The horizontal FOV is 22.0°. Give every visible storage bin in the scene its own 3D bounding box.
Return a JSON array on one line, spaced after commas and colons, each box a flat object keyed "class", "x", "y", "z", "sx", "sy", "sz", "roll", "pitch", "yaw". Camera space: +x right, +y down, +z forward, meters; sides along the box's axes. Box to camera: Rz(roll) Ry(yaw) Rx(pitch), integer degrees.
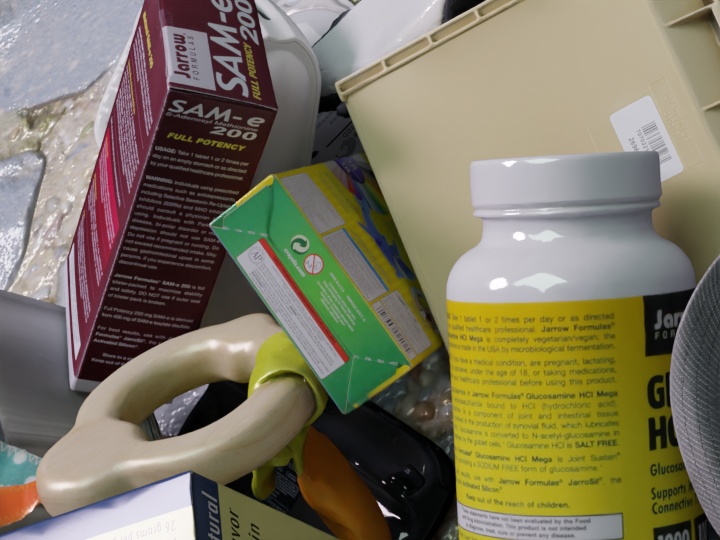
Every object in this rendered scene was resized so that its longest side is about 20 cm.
[{"class": "storage bin", "x": 0.118, "y": -0.045, "z": 0.937, "sx": 0.198, "sy": 0.094, "sz": 0.201, "roll": -26, "pitch": 78, "yaw": 20}]

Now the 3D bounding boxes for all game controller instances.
[{"class": "game controller", "x": -0.032, "y": 0.112, "z": 1.052, "sx": 0.200, "sy": 0.042, "sz": 0.105, "roll": 30, "pitch": 98, "yaw": 44}]

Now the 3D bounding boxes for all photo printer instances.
[{"class": "photo printer", "x": -0.089, "y": -0.071, "z": 1.103, "sx": 0.166, "sy": 0.069, "sz": 0.201, "roll": 35, "pitch": 121, "yaw": 56}]

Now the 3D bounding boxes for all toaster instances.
[{"class": "toaster", "x": -0.188, "y": 0.096, "z": 1.020, "sx": 0.114, "sy": 0.129, "sz": 0.200, "roll": -55, "pitch": 45, "yaw": 26}]

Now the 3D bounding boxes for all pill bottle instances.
[{"class": "pill bottle", "x": 0.096, "y": 0.048, "z": 0.831, "sx": 0.112, "sy": 0.112, "sz": 0.201, "roll": -1, "pitch": 94, "yaw": 36}]

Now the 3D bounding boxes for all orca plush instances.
[{"class": "orca plush", "x": 0.017, "y": -0.110, "z": 1.079, "sx": 0.200, "sy": 0.071, "sz": 0.105, "roll": -40, "pitch": 34, "yaw": 38}]

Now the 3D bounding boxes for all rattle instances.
[{"class": "rattle", "x": -0.101, "y": 0.116, "z": 0.931, "sx": 0.200, "sy": 0.143, "sz": 0.130, "roll": -31, "pitch": 45, "yaw": -17}]

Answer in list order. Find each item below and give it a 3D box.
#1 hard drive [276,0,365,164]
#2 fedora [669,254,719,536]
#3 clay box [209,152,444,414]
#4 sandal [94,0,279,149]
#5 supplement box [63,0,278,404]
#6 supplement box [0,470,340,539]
[{"class": "hard drive", "x": -0.024, "y": -0.093, "z": 1.169, "sx": 0.140, "sy": 0.038, "sz": 0.200, "roll": -45, "pitch": 47, "yaw": 4}, {"class": "fedora", "x": 0.217, "y": 0.058, "z": 0.813, "sx": 0.177, "sy": 0.200, "sz": 0.090, "roll": -39, "pitch": 6, "yaw": -4}, {"class": "clay box", "x": 0.000, "y": 0.000, "z": 0.970, "sx": 0.048, "sy": 0.200, "sz": 0.115, "roll": -36, "pitch": 87, "yaw": 15}, {"class": "sandal", "x": -0.115, "y": -0.161, "z": 1.267, "sx": 0.203, "sy": 0.082, "sz": 0.050, "roll": -52, "pitch": 3, "yaw": 0}, {"class": "supplement box", "x": -0.105, "y": -0.040, "z": 0.983, "sx": 0.109, "sy": 0.061, "sz": 0.200, "roll": -104, "pitch": 29, "yaw": -49}, {"class": "supplement box", "x": -0.069, "y": 0.228, "z": 0.872, "sx": 0.134, "sy": 0.200, "sz": 0.201, "roll": -21, "pitch": 59, "yaw": 25}]
